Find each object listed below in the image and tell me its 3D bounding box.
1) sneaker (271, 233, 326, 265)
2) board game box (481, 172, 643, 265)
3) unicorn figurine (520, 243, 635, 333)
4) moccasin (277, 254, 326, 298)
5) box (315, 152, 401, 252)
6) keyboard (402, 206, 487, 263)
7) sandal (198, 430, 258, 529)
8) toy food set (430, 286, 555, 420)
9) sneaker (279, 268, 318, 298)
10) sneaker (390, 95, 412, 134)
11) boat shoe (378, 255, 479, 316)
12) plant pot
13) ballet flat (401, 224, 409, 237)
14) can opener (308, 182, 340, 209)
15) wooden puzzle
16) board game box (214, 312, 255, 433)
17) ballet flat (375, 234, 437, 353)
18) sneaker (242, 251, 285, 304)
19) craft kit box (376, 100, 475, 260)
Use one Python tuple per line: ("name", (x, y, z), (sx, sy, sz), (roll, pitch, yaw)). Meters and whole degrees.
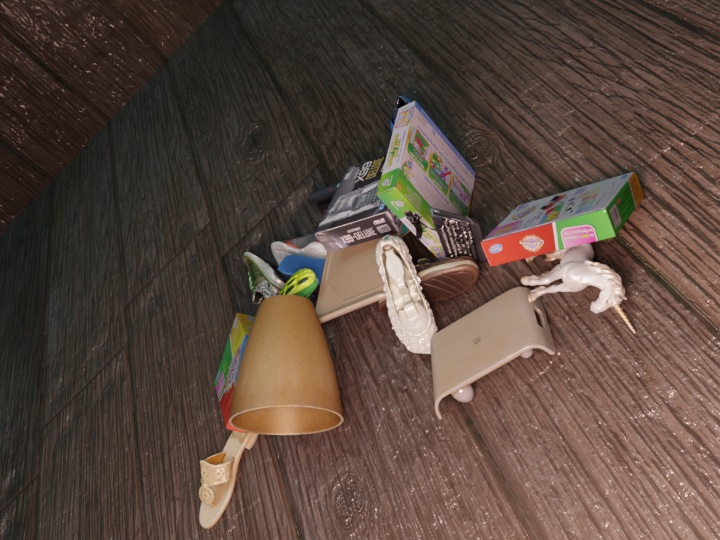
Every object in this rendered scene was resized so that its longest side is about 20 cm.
("sneaker", (-0.103, -0.038, 1.689), (0.198, 0.078, 0.082), (5, 33, 47))
("board game box", (0.295, -0.075, 1.211), (0.198, 0.041, 0.153), (-15, 16, 40))
("unicorn figurine", (0.300, 0.005, 1.170), (0.135, 0.074, 0.202), (-16, 40, 24))
("moccasin", (-0.062, 0.021, 1.562), (0.198, 0.069, 0.081), (21, 58, 30))
("box", (0.020, -0.131, 1.489), (0.156, 0.050, 0.202), (-14, 36, 34))
("keyboard", (0.132, -0.054, 1.287), (0.125, 0.200, 0.021), (17, 77, 17))
("sandal", (-0.255, 0.344, 1.478), (0.077, 0.069, 0.214), (2, 59, 48))
("toy food set", (0.187, 0.122, 1.217), (0.198, 0.061, 0.144), (-33, 26, 21))
("sneaker", (-0.119, 0.072, 1.538), (0.201, 0.083, 0.075), (-55, 11, 41))
("sneaker", (0.084, -0.270, 1.674), (0.065, 0.078, 0.203), (-20, 46, 32))
("boat shoe", (0.109, 0.008, 1.382), (0.200, 0.074, 0.076), (-23, 45, 34))
("plant pot", (-0.123, 0.150, 1.364), (0.184, 0.185, 0.204), (-20, 61, 34))
("ballet flat", (0.092, -0.125, 1.551), (0.200, 0.069, 0.070), (-43, 35, 6))
("can opener", (-0.043, -0.156, 1.719), (0.198, 0.063, 0.080), (1, 59, 48))
("wooden puzzle", (0.000, 0.000, 1.455), (0.183, 0.037, 0.202), (-23, 39, 37))
("board game box", (-0.220, 0.184, 1.532), (0.200, 0.040, 0.156), (-136, 63, -68))
("ballet flat", (0.068, 0.040, 1.310), (0.071, 0.071, 0.203), (-25, 83, 30))
("sneaker", (-0.213, 0.023, 1.739), (0.090, 0.076, 0.199), (-59, 33, 0))
("craft kit box", (0.119, -0.148, 1.413), (0.048, 0.200, 0.200), (-18, 43, 35))
